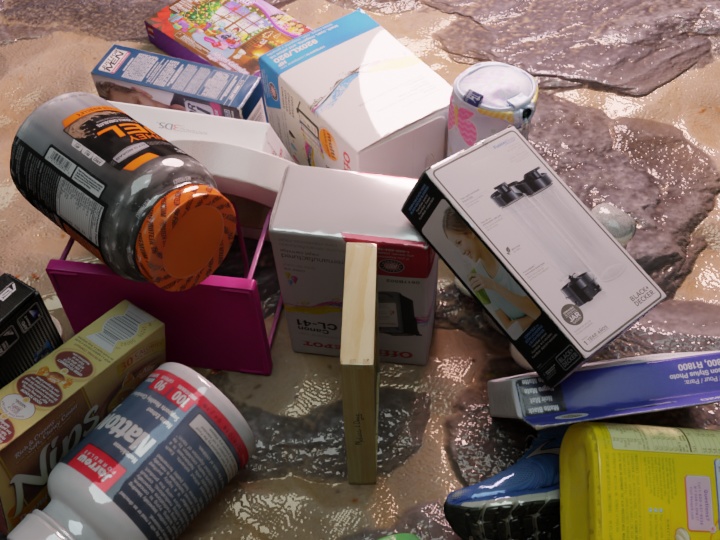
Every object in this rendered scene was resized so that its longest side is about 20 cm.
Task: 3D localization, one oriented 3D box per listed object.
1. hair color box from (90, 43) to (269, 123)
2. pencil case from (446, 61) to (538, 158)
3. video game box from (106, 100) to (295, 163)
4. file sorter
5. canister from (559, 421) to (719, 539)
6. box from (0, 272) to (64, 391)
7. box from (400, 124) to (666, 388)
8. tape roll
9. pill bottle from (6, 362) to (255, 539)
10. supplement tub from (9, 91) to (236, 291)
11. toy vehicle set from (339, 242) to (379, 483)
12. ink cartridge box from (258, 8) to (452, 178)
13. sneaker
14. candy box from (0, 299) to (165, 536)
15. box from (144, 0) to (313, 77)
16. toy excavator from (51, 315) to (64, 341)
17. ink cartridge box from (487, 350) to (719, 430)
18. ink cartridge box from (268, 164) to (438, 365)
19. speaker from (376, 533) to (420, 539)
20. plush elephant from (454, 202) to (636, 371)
[{"bbox_3d":[-0.214,-0.198,1.168,0.200,0.100,0.061,16,55,16],"label":"hair color box"},{"bbox_3d":[0.136,-0.119,1.019,0.091,0.200,0.083,31,55,25],"label":"pencil case"},{"bbox_3d":[-0.174,-0.123,1.054,0.200,0.182,0.047,10,81,11],"label":"video game box"},{"bbox_3d":[-0.182,0.006,0.977,0.200,0.139,0.125,6,50,8],"label":"file sorter"},{"bbox_3d":[0.268,0.197,0.782,0.200,0.087,0.149,5,73,-11],"label":"canister"},{"bbox_3d":[-0.336,0.131,0.846,0.047,0.200,0.193,25,56,21],"label":"box"},{"bbox_3d":[0.143,-0.016,0.814,0.117,0.060,0.200,-31,74,-33],"label":"box"},{"bbox_3d":[-0.124,-0.078,1.004,0.203,0.203,0.037,10,75,11],"label":"tape roll"},{"bbox_3d":[-0.198,0.187,0.843,0.120,0.120,0.200,30,58,24],"label":"pill bottle"},{"bbox_3d":[-0.213,-0.070,0.874,0.200,0.123,0.123,33,60,29],"label":"supplement tub"},{"bbox_3d":[0.002,0.087,0.861,0.026,0.200,0.124,1,50,2],"label":"toy vehicle set"},{"bbox_3d":[0.003,-0.164,1.096,0.145,0.147,0.200,-29,55,-19],"label":"ink cartridge box"},{"bbox_3d":[0.163,0.184,0.862,0.200,0.079,0.089,-12,44,-17],"label":"sneaker"},{"bbox_3d":[-0.261,0.128,0.872,0.055,0.116,0.200,29,45,22],"label":"candy box"},{"bbox_3d":[-0.173,-0.313,1.296,0.200,0.039,0.137,35,60,27],"label":"box"},{"bbox_3d":[-0.387,0.133,0.929,0.200,0.100,0.195,-3,51,-16],"label":"toy excavator"},{"bbox_3d":[0.222,0.100,0.847,0.199,0.200,0.041,-8,85,-4],"label":"ink cartridge box"},{"bbox_3d":[0.000,0.000,0.931,0.147,0.200,0.086,6,52,8],"label":"ink cartridge box"},{"bbox_3d":[0.054,0.310,0.752,0.088,0.088,0.200,-19,52,-12],"label":"speaker"},{"bbox_3d":[0.171,0.000,0.959,0.155,0.200,0.165,-46,60,-2],"label":"plush elephant"}]
